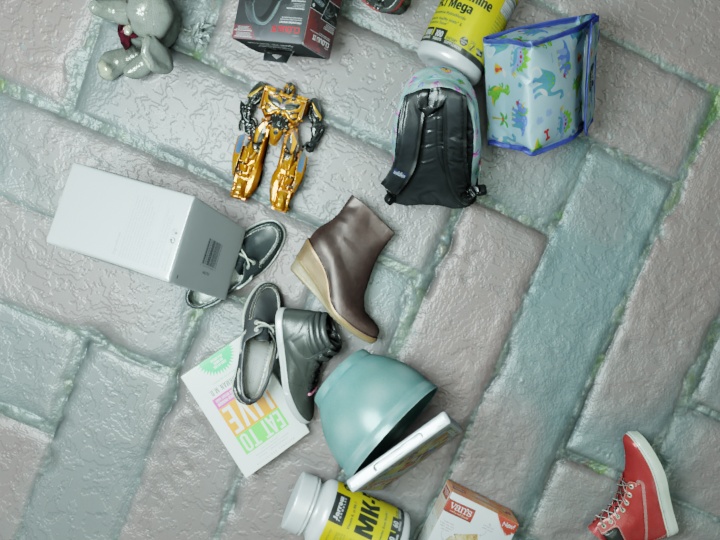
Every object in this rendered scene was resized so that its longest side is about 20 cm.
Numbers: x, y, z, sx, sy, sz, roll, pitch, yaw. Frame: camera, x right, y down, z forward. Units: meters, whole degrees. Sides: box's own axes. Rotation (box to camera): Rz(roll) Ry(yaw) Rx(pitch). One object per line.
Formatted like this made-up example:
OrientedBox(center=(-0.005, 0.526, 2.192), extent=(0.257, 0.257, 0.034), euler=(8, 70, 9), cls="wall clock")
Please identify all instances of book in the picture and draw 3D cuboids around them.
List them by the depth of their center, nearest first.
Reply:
OrientedBox(center=(-0.192, 0.223, 1.125), extent=(0.132, 0.048, 0.202), euler=(-33, 95, -4), cls="book")

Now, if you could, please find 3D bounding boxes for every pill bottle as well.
OrientedBox(center=(0.178, -0.405, 1.036), extent=(0.111, 0.112, 0.203), euler=(26, 94, -4), cls="pill bottle")
OrientedBox(center=(-0.025, 0.422, 1.112), extent=(0.197, 0.114, 0.116), euler=(25, 95, -5), cls="pill bottle")

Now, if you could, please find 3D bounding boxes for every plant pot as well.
OrientedBox(center=(0.010, 0.214, 1.067), extent=(0.134, 0.200, 0.201), euler=(42, 93, 17), cls="plant pot")

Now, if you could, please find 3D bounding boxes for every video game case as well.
OrientedBox(center=(0.078, 0.295, 1.067), extent=(0.181, 0.200, 0.023), euler=(-36, 69, 1), cls="video game case")

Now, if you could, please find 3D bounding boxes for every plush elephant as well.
OrientedBox(center=(-0.332, -0.379, 1.000), extent=(0.195, 0.155, 0.169), euler=(2, 96, -2), cls="plush elephant")

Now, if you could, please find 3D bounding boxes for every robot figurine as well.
OrientedBox(center=(-0.138, -0.203, 1.073), extent=(0.142, 0.058, 0.204), euler=(15, 96, -4), cls="robot figurine")

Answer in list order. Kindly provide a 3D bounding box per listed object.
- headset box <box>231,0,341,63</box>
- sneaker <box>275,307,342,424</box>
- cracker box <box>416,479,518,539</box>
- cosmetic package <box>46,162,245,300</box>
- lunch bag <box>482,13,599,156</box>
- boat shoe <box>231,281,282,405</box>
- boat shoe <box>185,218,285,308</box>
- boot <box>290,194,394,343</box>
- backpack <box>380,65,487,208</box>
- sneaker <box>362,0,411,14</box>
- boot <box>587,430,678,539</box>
OrientedBox(center=(-0.106, -0.417, 1.012), extent=(0.147, 0.077, 0.204), euler=(17, 96, 31), cls="headset box")
OrientedBox(center=(-0.075, 0.157, 1.090), extent=(0.097, 0.071, 0.204), euler=(-5, 102, 15), cls="sneaker")
OrientedBox(center=(0.168, 0.486, 1.153), extent=(0.132, 0.058, 0.203), euler=(25, 94, -5), cls="cracker box")
OrientedBox(center=(-0.305, -0.053, 0.983), extent=(0.196, 0.199, 0.125), euler=(15, 84, 12), cls="cosmetic package")
OrientedBox(center=(0.296, -0.290, 1.026), extent=(0.198, 0.127, 0.173), euler=(-24, 122, -29), cls="lunch bag")
OrientedBox(center=(-0.164, 0.116, 1.081), extent=(0.073, 0.060, 0.204), euler=(18, 77, -18), cls="boat shoe")
OrientedBox(center=(-0.203, -0.006, 1.090), extent=(0.076, 0.060, 0.200), euler=(45, 93, -5), cls="boat shoe")
OrientedBox(center=(0.000, 0.000, 1.091), extent=(0.166, 0.072, 0.200), euler=(-45, 92, 5), cls="boot")
OrientedBox(center=(0.112, -0.205, 1.024), extent=(0.163, 0.128, 0.203), euler=(0, 128, 4), cls="backpack")
OrientedBox(center=(0.007, -0.468, 1.047), extent=(0.201, 0.097, 0.071), euler=(46, 113, 18), cls="sneaker")
OrientedBox(center=(0.452, 0.387, 1.148), extent=(0.142, 0.072, 0.204), euler=(-19, 100, 2), cls="boot")
